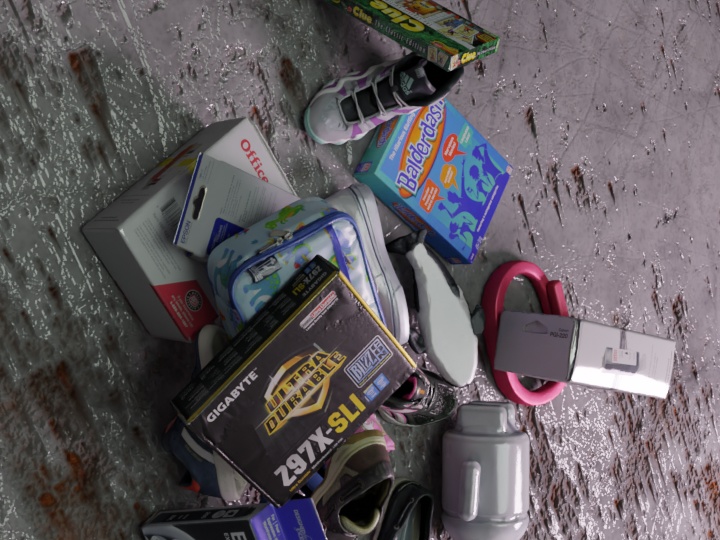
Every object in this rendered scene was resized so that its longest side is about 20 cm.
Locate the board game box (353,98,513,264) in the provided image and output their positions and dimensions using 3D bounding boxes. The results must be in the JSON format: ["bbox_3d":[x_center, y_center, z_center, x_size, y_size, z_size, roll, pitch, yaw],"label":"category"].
[{"bbox_3d":[0.097,-0.126,1.456,0.200,0.045,0.153,39,66,-32],"label":"board game box"}]

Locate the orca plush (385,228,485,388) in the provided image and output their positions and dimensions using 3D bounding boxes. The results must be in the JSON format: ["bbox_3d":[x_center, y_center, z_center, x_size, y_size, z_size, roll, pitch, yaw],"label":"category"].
[{"bbox_3d":[0.086,0.051,1.442,0.105,0.071,0.201,-37,97,-13],"label":"orca plush"}]

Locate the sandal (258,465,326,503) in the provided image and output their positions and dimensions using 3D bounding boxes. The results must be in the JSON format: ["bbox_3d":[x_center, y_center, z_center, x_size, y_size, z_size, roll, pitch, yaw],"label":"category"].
[{"bbox_3d":[-0.053,0.236,1.294,0.198,0.080,0.088,7,50,-33],"label":"sandal"}]

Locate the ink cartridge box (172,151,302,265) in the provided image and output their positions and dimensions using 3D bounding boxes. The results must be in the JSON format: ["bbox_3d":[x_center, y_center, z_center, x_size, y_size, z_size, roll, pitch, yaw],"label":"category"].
[{"bbox_3d":[-0.110,-0.041,1.176,0.199,0.039,0.101,25,77,-41],"label":"ink cartridge box"}]

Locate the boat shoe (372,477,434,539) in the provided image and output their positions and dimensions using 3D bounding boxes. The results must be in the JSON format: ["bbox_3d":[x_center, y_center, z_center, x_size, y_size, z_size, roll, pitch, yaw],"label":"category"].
[{"bbox_3d":[0.052,0.359,1.403,0.074,0.066,0.202,27,73,-37],"label":"boat shoe"}]

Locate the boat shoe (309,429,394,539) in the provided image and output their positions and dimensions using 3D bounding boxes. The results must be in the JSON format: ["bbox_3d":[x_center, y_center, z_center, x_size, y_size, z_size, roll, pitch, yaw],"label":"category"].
[{"bbox_3d":[-0.009,0.250,1.212,0.071,0.066,0.202,-6,138,-23],"label":"boat shoe"}]

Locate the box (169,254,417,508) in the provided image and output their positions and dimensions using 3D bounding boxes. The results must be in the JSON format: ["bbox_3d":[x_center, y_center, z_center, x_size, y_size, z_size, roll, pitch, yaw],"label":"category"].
[{"bbox_3d":[-0.060,0.110,1.102,0.200,0.049,0.160,-44,130,-7],"label":"box"}]

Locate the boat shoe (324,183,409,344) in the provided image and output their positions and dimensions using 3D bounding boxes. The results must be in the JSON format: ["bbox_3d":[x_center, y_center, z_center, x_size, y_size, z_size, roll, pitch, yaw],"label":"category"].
[{"bbox_3d":[0.000,0.000,1.369,0.066,0.073,0.203,-19,96,-20],"label":"boat shoe"}]

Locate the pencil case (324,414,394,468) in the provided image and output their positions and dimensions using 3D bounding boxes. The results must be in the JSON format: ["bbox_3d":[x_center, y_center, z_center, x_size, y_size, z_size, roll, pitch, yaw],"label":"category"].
[{"bbox_3d":[-0.034,0.124,1.273,0.082,0.087,0.202,-19,74,-16],"label":"pencil case"}]

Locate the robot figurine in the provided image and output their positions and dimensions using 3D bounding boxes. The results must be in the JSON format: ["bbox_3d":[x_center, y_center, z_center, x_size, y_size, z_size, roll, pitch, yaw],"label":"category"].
[{"bbox_3d":[0.160,0.271,1.465,0.169,0.112,0.203,4,87,-64],"label":"robot figurine"}]

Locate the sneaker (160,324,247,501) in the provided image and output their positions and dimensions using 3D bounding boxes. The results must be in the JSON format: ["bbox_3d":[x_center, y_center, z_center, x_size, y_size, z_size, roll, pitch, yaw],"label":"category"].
[{"bbox_3d":[-0.169,0.150,1.186,0.075,0.083,0.203,-58,148,-63],"label":"sneaker"}]

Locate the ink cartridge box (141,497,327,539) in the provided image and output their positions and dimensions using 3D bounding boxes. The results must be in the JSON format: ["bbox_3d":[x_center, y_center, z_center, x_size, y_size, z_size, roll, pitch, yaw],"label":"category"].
[{"bbox_3d":[-0.108,0.335,1.185,0.043,0.198,0.200,-45,119,-57],"label":"ink cartridge box"}]

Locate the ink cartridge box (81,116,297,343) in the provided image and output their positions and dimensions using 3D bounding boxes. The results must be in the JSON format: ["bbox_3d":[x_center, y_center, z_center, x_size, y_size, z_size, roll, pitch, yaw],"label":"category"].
[{"bbox_3d":[-0.168,-0.045,1.206,0.200,0.083,0.146,-45,118,-31],"label":"ink cartridge box"}]

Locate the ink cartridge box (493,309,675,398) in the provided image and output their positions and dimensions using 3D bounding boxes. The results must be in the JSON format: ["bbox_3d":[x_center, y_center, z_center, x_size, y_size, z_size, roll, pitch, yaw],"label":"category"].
[{"bbox_3d":[0.296,0.111,1.515,0.198,0.145,0.086,15,84,-36],"label":"ink cartridge box"}]

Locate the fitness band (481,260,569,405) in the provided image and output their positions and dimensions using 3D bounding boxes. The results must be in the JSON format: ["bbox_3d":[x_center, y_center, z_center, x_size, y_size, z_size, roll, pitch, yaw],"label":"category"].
[{"bbox_3d":[0.230,0.085,1.577,0.143,0.037,0.203,-22,103,-35],"label":"fitness band"}]

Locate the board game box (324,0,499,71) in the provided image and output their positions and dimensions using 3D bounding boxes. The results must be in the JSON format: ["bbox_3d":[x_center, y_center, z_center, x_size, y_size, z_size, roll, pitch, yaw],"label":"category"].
[{"bbox_3d":[0.055,-0.295,1.330,0.104,0.199,0.024,-32,147,-43],"label":"board game box"}]

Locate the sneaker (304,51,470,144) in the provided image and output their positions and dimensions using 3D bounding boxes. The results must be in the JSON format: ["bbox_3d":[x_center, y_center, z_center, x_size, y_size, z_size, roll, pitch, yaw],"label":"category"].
[{"bbox_3d":[0.034,-0.210,1.316,0.198,0.140,0.078,-29,99,-15],"label":"sneaker"}]

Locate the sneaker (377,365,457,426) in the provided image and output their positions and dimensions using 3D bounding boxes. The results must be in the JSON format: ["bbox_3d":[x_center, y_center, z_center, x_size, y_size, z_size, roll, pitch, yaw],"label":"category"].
[{"bbox_3d":[0.052,0.148,1.391,0.198,0.086,0.081,17,81,-39],"label":"sneaker"}]

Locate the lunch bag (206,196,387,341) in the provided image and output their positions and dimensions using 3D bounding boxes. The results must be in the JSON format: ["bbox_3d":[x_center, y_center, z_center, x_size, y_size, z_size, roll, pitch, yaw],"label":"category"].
[{"bbox_3d":[-0.057,0.037,1.153,0.160,0.082,0.202,-28,124,-22],"label":"lunch bag"}]
